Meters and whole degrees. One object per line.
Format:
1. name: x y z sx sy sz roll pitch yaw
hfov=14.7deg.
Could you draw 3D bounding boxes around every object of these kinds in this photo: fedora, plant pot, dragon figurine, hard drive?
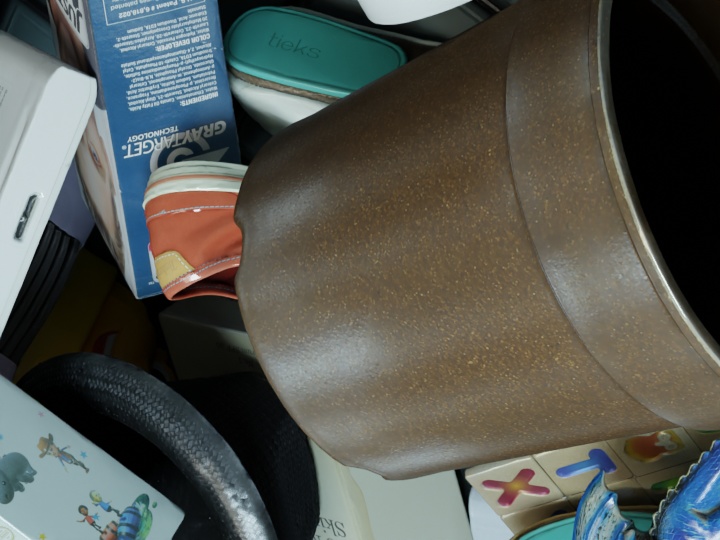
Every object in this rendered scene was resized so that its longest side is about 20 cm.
1. fedora: -0.079 0.108 1.281 0.200 0.092 0.201 25 131 32
2. plant pot: 0.072 -0.016 1.060 0.198 0.200 0.200 -19 110 37
3. dragon figurine: 0.120 0.118 1.137 0.099 0.059 0.200 -3 115 -4
4. hard drive: -0.186 -0.047 1.275 0.026 0.132 0.200 21 -176 -28

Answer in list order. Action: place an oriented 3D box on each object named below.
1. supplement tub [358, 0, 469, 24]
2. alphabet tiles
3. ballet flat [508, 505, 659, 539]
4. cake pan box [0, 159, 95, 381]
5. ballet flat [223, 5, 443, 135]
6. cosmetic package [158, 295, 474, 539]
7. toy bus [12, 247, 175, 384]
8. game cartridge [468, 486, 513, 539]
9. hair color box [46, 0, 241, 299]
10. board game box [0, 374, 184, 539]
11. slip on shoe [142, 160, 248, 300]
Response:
1. supplement tub: 0.009 -0.209 1.056 0.144 0.145 0.200 -14 113 40
2. alphabet tiles: 0.156 0.088 1.205 0.200 0.006 0.166 -19 134 23
3. ballet flat: 0.160 0.138 1.213 0.200 0.069 0.063 -1 163 7
4. cake pan box: -0.212 0.036 1.361 0.052 0.184 0.200 36 139 -18
5. ballet flat: 0.029 -0.065 1.218 0.200 0.069 0.070 19 131 28
6. cosmetic package: -0.014 0.096 1.340 0.103 0.073 0.200 10 126 44
7. toy bus: -0.123 0.115 1.414 0.192 0.136 0.200 28 133 -4
8. game cartridge: 0.132 0.188 1.350 0.133 0.042 0.200 8 126 35
9. hair color box: -0.100 -0.099 1.242 0.100 0.060 0.200 -124 22 -53
10. board game box: -0.196 0.093 1.216 0.200 0.064 0.148 37 141 -11
11. slip on shoe: 0.000 0.000 1.225 0.200 0.061 0.074 10 161 -20
